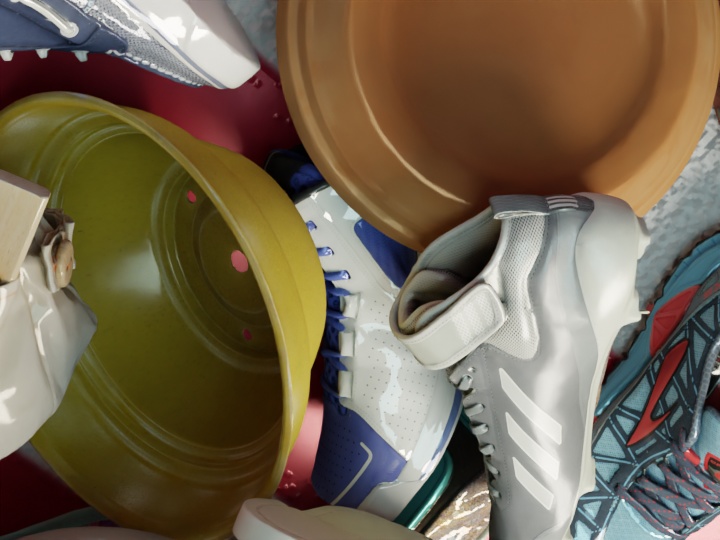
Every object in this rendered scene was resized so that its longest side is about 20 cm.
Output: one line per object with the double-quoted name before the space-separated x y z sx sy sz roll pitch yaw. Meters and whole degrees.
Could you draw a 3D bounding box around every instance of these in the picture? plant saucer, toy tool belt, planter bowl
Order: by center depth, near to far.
"toy tool belt" -0.211 -0.005 1.115 0.199 0.125 0.123 7 136 14
"plant saucer" 0.064 -0.101 1.168 0.199 0.037 0.201 0 90 -17
"planter bowl" -0.075 0.008 1.169 0.083 0.200 0.201 -28 125 -41

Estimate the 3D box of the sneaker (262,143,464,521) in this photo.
"sneaker" 0.000 -0.001 1.223 0.115 0.081 0.200 18 101 -18

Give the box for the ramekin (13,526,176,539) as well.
"ramekin" -0.109 0.216 1.131 0.199 0.105 0.201 -2 108 -7

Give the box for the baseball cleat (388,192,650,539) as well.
"baseball cleat" 0.058 0.047 1.179 0.106 0.070 0.201 4 123 -12

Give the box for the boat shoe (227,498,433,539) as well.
"boat shoe" -0.004 0.136 1.148 0.202 0.072 0.061 18 95 -64

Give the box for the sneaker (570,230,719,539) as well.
"sneaker" 0.150 0.078 1.283 0.079 0.096 0.201 19 108 -22

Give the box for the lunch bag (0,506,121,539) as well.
"lunch bag" -0.140 0.207 1.249 0.199 0.122 0.171 -20 112 -11

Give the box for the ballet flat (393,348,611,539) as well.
"ballet flat" 0.060 0.082 1.287 0.200 0.068 0.067 -46 137 14

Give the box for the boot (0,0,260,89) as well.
"boot" -0.131 -0.114 1.121 0.090 0.073 0.200 -38 135 14

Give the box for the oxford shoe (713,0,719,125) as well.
"oxford shoe" 0.188 -0.138 1.216 0.074 0.071 0.201 -21 127 -14
